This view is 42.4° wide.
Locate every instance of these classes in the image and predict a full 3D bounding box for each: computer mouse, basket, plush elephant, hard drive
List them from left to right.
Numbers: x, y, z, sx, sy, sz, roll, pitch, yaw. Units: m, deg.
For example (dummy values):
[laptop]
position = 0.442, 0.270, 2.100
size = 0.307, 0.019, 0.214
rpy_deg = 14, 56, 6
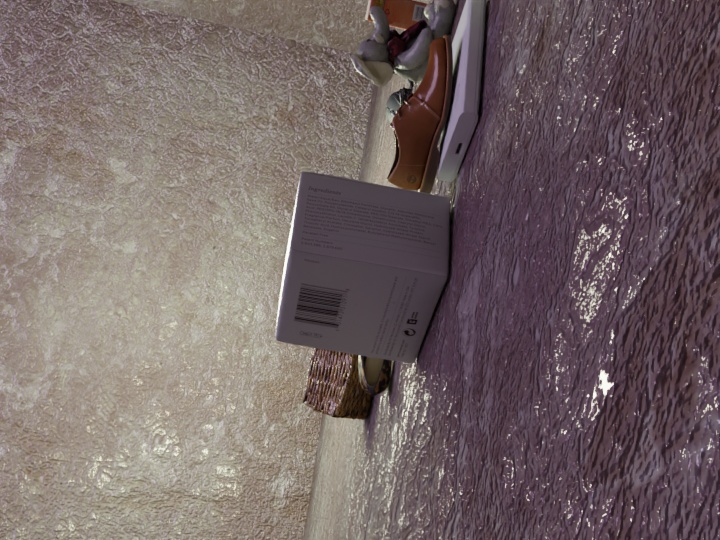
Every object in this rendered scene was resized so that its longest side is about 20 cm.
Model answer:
[basket]
position = -0.002, 0.176, 1.749
size = 0.142, 0.147, 0.204
rpy_deg = 7, 86, 53
[plush elephant]
position = 0.062, -0.379, 1.577
size = 0.165, 0.152, 0.204
rpy_deg = -93, 14, -73
[computer mouse]
position = 0.084, -0.380, 2.062
size = 0.201, 0.045, 0.143
rpy_deg = -86, 6, -60
[hard drive]
position = 0.129, -0.234, 1.178
size = 0.133, 0.026, 0.203
rpy_deg = 107, 173, -58

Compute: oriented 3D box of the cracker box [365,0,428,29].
[cracker box]
position = 0.079, -0.515, 1.857
size = 0.200, 0.131, 0.059
rpy_deg = -95, 17, -75

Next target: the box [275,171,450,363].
[box]
position = 0.000, 0.000, 1.190
size = 0.200, 0.196, 0.133
rpy_deg = 105, 172, -52

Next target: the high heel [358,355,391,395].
[high heel]
position = 0.022, 0.091, 1.483
size = 0.143, 0.070, 0.204
rpy_deg = -69, -25, -77

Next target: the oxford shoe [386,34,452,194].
[oxford shoe]
position = 0.076, -0.202, 1.183
size = 0.071, 0.070, 0.204
rpy_deg = -100, 22, -83
